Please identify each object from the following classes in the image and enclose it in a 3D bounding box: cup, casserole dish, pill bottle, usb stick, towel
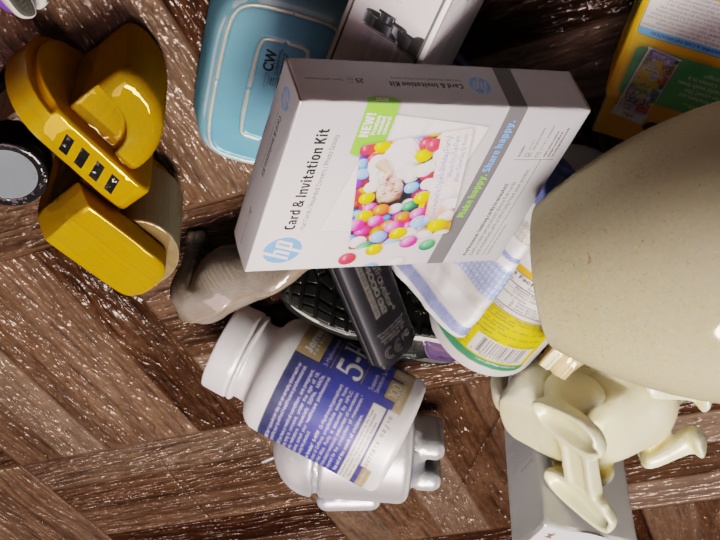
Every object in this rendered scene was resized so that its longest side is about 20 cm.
[{"bbox_3d":[0.194,-0.004,0.650,0.142,0.201,0.201,-8,137,20],"label":"cup"},{"bbox_3d":[-0.065,-0.146,0.740,0.120,0.039,0.201,12,137,-10],"label":"casserole dish"},{"bbox_3d":[-0.048,0.118,0.950,0.199,0.120,0.120,27,137,2],"label":"pill bottle"},{"bbox_3d":[0.000,0.000,0.815,0.032,0.055,0.201,23,145,44],"label":"usb stick"},{"bbox_3d":[0.146,-0.007,0.820,0.112,0.113,0.200,17,138,-14],"label":"pill bottle"},{"bbox_3d":[0.074,-0.054,0.773,0.024,0.147,0.201,-23,154,-39],"label":"towel"}]

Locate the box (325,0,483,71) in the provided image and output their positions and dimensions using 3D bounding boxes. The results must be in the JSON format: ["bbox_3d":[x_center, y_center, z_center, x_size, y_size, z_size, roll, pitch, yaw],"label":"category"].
[{"bbox_3d":[0.034,-0.165,0.641,0.060,0.117,0.201,33,135,6],"label":"box"}]

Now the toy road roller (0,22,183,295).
[{"bbox_3d":[-0.189,-0.094,0.750,0.145,0.123,0.200,-31,128,19],"label":"toy road roller"}]

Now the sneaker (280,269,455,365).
[{"bbox_3d":[0.015,0.055,0.935,0.198,0.076,0.088,14,144,-11],"label":"sneaker"}]

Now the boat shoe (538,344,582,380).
[{"bbox_3d":[0.229,0.040,0.809,0.069,0.199,0.074,49,145,14],"label":"boat shoe"}]

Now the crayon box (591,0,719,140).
[{"bbox_3d":[0.249,-0.168,0.658,0.125,0.052,0.201,18,138,5],"label":"crayon box"}]

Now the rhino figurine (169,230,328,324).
[{"bbox_3d":[-0.088,-0.010,0.855,0.199,0.088,0.060,-21,134,24],"label":"rhino figurine"}]

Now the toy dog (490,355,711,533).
[{"bbox_3d":[0.239,0.111,0.897,0.199,0.194,0.140,-32,119,-20],"label":"toy dog"}]

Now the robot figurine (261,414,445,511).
[{"bbox_3d":[-0.009,0.192,1.056,0.198,0.113,0.171,5,111,-1],"label":"robot figurine"}]

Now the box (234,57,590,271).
[{"bbox_3d":[0.030,-0.065,0.639,0.198,0.041,0.156,-1,142,-23],"label":"box"}]

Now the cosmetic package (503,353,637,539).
[{"bbox_3d":[0.202,0.186,0.965,0.101,0.201,0.074,15,138,-12],"label":"cosmetic package"}]

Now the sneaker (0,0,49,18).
[{"bbox_3d":[-0.275,-0.253,0.627,0.083,0.081,0.200,-6,133,37],"label":"sneaker"}]
